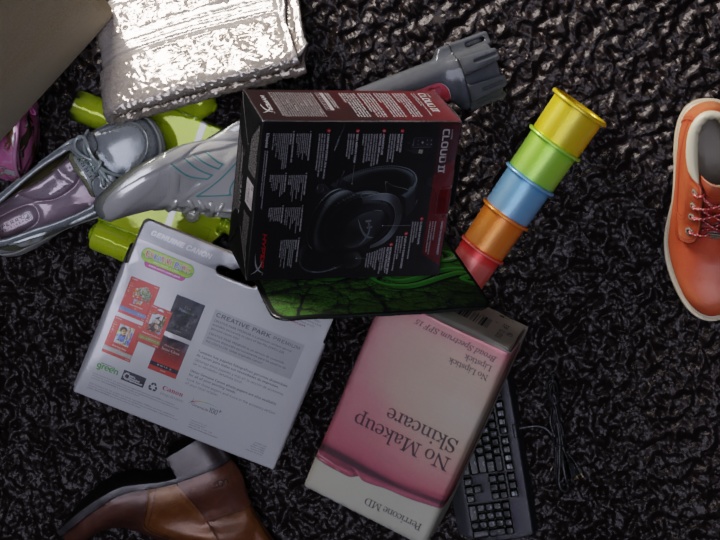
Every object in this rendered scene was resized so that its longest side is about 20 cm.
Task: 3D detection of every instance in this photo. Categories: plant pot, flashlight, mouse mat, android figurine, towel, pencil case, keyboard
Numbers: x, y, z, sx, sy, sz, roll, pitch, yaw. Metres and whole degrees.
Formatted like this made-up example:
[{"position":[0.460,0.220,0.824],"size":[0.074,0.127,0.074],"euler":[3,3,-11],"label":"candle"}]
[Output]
[{"position":[-0.366,-0.247,1.580],"size":[0.200,0.177,0.200],"euler":[39,80,12],"label":"plant pot"},{"position":[0.035,-0.144,1.623],"size":[0.198,0.068,0.068],"euler":[-20,57,-10],"label":"flashlight"},{"position":[0.000,0.000,1.589],"size":[0.198,0.161,0.008],"euler":[-2,118,-17],"label":"mouse mat"},{"position":[-0.188,-0.091,1.687],"size":[0.198,0.041,0.184],"euler":[23,98,6],"label":"android figurine"},{"position":[-0.146,-0.210,1.637],"size":[0.198,0.035,0.134],"euler":[-15,56,7],"label":"towel"},{"position":[-0.397,-0.137,1.686],"size":[0.198,0.087,0.083],"euler":[9,61,5],"label":"pencil case"},{"position":[0.137,0.150,1.683],"size":[0.126,0.021,0.202],"euler":[-10,95,8],"label":"keyboard"}]

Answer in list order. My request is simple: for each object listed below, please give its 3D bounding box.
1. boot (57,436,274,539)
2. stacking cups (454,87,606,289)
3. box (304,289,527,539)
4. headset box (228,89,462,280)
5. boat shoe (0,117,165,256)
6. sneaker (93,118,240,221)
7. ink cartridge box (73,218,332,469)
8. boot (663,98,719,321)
[{"position":[-0.168,0.275,1.722],"size":[0.187,0.068,0.201],"euler":[-29,99,1],"label":"boot"},{"position":[0.146,-0.068,1.648],"size":[0.060,0.061,0.201],"euler":[34,104,2],"label":"stacking cups"},{"position":[0.051,0.122,1.629],"size":[0.127,0.109,0.202],"euler":[25,105,8],"label":"box"},{"position":[-0.006,-0.075,1.559],"size":[0.198,0.077,0.150],"euler":[-3,118,-19],"label":"headset box"},{"position":[-0.269,-0.075,1.649],"size":[0.201,0.065,0.075],"euler":[-28,89,10],"label":"boat shoe"},{"position":[-0.141,-0.079,1.614],"size":[0.199,0.070,0.081],"euler":[-24,97,-19],"label":"sneaker"},{"position":[-0.137,0.058,1.652],"size":[0.198,0.084,0.177],"euler":[23,101,-7],"label":"ink cartridge box"},{"position":[0.309,-0.050,1.601],"size":[0.074,0.107,0.202],"euler":[-3,97,5],"label":"boot"}]
